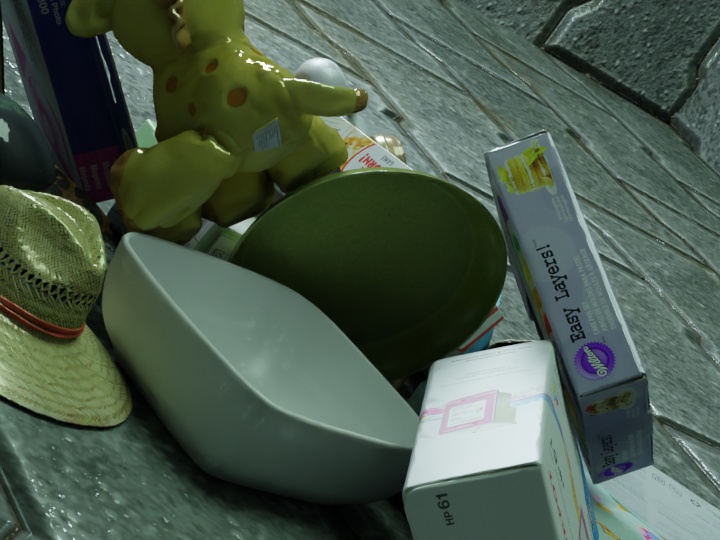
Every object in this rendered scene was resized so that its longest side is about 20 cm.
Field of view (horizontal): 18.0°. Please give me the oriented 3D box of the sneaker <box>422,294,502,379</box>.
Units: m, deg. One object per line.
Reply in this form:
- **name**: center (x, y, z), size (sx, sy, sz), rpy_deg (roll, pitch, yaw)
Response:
- **sneaker**: center (0.064, 0.056, 1.823), size (0.081, 0.077, 0.200), rpy_deg (16, 16, 2)

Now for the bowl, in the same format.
- **bowl**: center (-0.065, 0.072, 1.425), size (0.200, 0.075, 0.200), rpy_deg (19, 22, -48)

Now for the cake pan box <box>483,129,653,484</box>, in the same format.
- **cake pan box**: center (0.141, 0.029, 1.510), size (0.200, 0.052, 0.184), rpy_deg (68, 4, -68)

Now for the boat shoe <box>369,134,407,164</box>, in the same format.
- **boat shoe**: center (0.051, -0.046, 1.915), size (0.200, 0.064, 0.071), rpy_deg (71, 4, -50)

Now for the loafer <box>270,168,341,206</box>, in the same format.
- **loafer**: center (-0.046, -0.067, 1.624), size (0.200, 0.063, 0.072), rpy_deg (42, 15, 15)

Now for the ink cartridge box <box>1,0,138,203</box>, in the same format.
- **ink cartridge box**: center (-0.210, -0.150, 1.580), size (0.200, 0.043, 0.197), rpy_deg (-140, -147, -66)

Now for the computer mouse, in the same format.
- **computer mouse**: center (-0.278, -0.097, 1.386), size (0.200, 0.053, 0.139), rpy_deg (15, 10, 3)

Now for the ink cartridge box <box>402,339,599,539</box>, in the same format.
- **ink cartridge box**: center (0.087, 0.147, 1.346), size (0.200, 0.085, 0.145), rpy_deg (-68, 145, -69)

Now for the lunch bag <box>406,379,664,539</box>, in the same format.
- **lunch bag**: center (0.114, 0.161, 1.552), size (0.200, 0.077, 0.160), rpy_deg (43, 10, 19)

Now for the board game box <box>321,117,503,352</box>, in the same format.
- **board game box**: center (0.014, -0.042, 1.750), size (0.200, 0.046, 0.152), rpy_deg (39, -16, 50)

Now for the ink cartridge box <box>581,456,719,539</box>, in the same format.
- **ink cartridge box**: center (0.215, 0.193, 1.763), size (0.199, 0.041, 0.200), rpy_deg (34, 13, -2)

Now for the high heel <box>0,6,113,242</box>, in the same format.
- **high heel**: center (-0.223, -0.115, 1.523), size (0.200, 0.143, 0.071), rpy_deg (33, -24, 2)

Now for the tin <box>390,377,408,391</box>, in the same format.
- **tin**: center (-0.014, 0.036, 1.754), size (0.112, 0.042, 0.200), rpy_deg (28, 15, -14)

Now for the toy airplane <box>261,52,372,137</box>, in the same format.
- **toy airplane**: center (-0.056, -0.112, 1.921), size (0.199, 0.141, 0.200), rpy_deg (34, 13, -10)

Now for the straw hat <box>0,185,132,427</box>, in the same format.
- **straw hat**: center (-0.195, -0.004, 1.337), size (0.201, 0.085, 0.201), rpy_deg (34, 13, -9)

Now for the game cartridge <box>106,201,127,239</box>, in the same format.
- **game cartridge**: center (-0.120, -0.032, 1.728), size (0.133, 0.040, 0.200), rpy_deg (38, 13, -7)

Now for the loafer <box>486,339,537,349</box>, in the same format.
- **loafer**: center (0.137, 0.085, 1.779), size (0.076, 0.068, 0.200), rpy_deg (6, 15, 22)

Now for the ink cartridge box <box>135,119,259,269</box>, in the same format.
- **ink cartridge box**: center (-0.070, -0.022, 1.649), size (0.200, 0.048, 0.146), rpy_deg (28, 16, -42)

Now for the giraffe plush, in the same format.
- **giraffe plush**: center (-0.105, -0.127, 1.458), size (0.162, 0.172, 0.200), rpy_deg (62, -22, 11)

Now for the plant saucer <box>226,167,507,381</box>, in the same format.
- **plant saucer**: center (0.000, 0.000, 1.554), size (0.200, 0.200, 0.031), rpy_deg (27, 31, -34)
